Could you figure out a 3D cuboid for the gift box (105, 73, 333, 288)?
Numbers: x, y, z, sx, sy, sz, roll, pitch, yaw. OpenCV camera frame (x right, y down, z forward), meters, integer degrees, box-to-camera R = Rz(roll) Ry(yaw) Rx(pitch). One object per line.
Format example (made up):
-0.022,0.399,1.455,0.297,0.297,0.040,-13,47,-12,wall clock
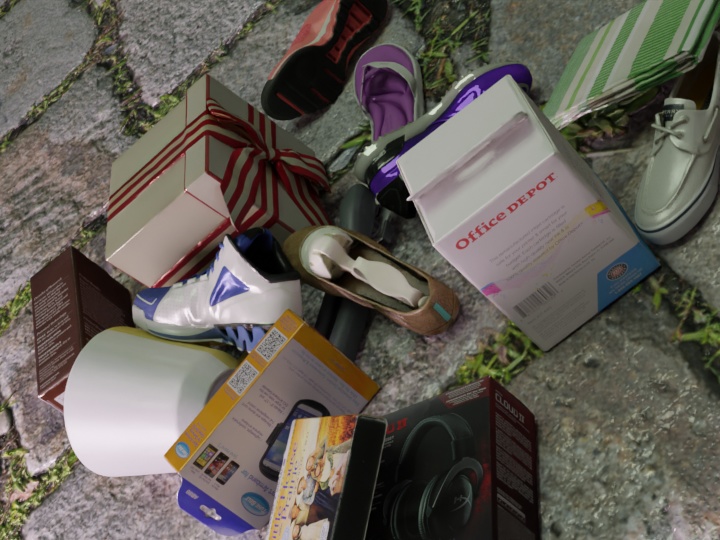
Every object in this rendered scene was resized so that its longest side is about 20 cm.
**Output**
-0.140,-0.063,1.605,0.187,0.184,0.200,-38,41,26,gift box

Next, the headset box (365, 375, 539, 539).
0.065,0.189,1.258,0.149,0.077,0.200,-23,45,29,headset box

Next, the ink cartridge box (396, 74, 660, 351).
0.134,-0.055,1.303,0.128,0.200,0.125,-37,38,13,ink cartridge box

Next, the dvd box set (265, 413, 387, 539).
-0.034,0.194,1.286,0.200,0.029,0.147,161,123,-72,dvd box set

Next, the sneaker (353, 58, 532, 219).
0.100,-0.119,1.512,0.200,0.070,0.100,-36,58,0,sneaker

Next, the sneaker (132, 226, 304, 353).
-0.125,0.013,1.491,0.199,0.080,0.116,7,99,35,sneaker

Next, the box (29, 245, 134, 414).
-0.303,0.077,1.696,0.075,0.100,0.200,-35,39,16,box

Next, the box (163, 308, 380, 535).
-0.087,0.146,1.408,0.200,0.119,0.041,-48,37,-2,box

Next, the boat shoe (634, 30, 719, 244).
0.279,-0.119,1.326,0.071,0.070,0.200,8,63,48,boat shoe

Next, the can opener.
-0.019,0.008,1.507,0.053,0.067,0.200,-10,50,39,can opener

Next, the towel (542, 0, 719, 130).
0.253,-0.202,1.409,0.200,0.023,0.153,-27,27,50,towel

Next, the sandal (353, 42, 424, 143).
0.027,-0.192,1.653,0.082,0.050,0.203,-35,39,15,sandal

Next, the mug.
-0.179,0.116,1.512,0.153,0.149,0.187,1,64,35,mug

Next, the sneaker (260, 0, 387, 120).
-0.047,-0.251,1.779,0.200,0.074,0.087,-52,24,-12,sneaker

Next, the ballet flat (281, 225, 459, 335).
0.000,0.000,1.434,0.200,0.072,0.068,29,83,27,ballet flat
